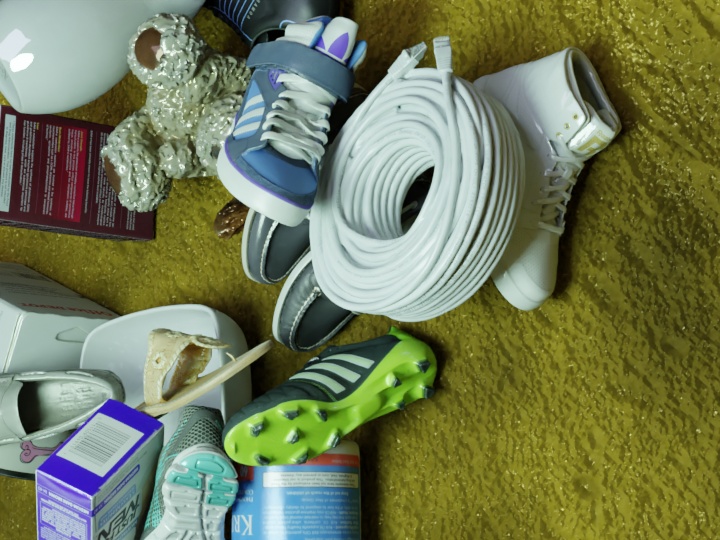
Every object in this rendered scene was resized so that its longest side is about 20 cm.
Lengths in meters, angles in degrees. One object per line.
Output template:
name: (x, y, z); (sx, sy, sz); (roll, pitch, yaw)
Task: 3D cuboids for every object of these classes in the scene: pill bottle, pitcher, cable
pill bottle: (-0.054, 0.245, 1.409); (0.112, 0.112, 0.200); (-10, 77, 39)
pitcher: (-0.249, -0.219, 1.554); (0.121, 0.200, 0.172); (55, 161, 9)
cable: (0.041, -0.058, 1.315); (0.200, 0.069, 0.200); (-41, 47, 31)

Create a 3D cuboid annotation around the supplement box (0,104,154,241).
supplement box: (-0.290, -0.091, 1.600); (0.061, 0.200, 0.109); (-1, 83, 45)

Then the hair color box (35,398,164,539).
hair color box: (-0.226, 0.225, 1.452); (0.065, 0.109, 0.200); (24, 131, 18)

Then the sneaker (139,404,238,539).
sneaker: (-0.146, 0.193, 1.430); (0.091, 0.077, 0.200); (-95, 22, -44)

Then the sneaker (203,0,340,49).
sneaker: (-0.100, -0.240, 1.546); (0.200, 0.070, 0.078); (12, 90, 44)

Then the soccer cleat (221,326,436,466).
soccer cleat: (-0.031, 0.103, 1.375); (0.081, 0.200, 0.068); (38, 141, 49)

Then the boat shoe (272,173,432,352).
boat shoe: (0.000, 0.000, 1.428); (0.200, 0.074, 0.060); (-50, 50, 14)

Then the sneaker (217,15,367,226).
sneaker: (-0.049, -0.137, 1.347); (0.147, 0.081, 0.200); (-58, 18, 20)

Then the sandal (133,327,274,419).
sandal: (-0.170, 0.086, 1.447); (0.212, 0.078, 0.070); (-32, 92, 38)

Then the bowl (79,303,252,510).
bowl: (-0.173, 0.137, 1.553); (0.200, 0.075, 0.200); (-11, 77, 39)

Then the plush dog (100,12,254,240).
plush dog: (-0.121, -0.131, 1.526); (0.172, 0.160, 0.200); (35, 125, 20)

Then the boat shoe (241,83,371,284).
boat shoe: (-0.038, -0.067, 1.468); (0.063, 0.073, 0.200); (39, 105, 40)

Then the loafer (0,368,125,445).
loafer: (-0.314, 0.123, 1.515); (0.200, 0.070, 0.070); (-11, 84, -4)

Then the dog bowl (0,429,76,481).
dog bowl: (-0.366, 0.136, 1.638); (0.200, 0.200, 0.074); (24, 95, 40)

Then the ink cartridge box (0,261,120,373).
ink cartridge box: (-0.349, 0.053, 1.668); (0.200, 0.144, 0.084); (22, 99, 41)

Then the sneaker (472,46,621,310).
sneaker: (0.150, -0.077, 1.307); (0.115, 0.074, 0.200); (-19, 70, 41)
